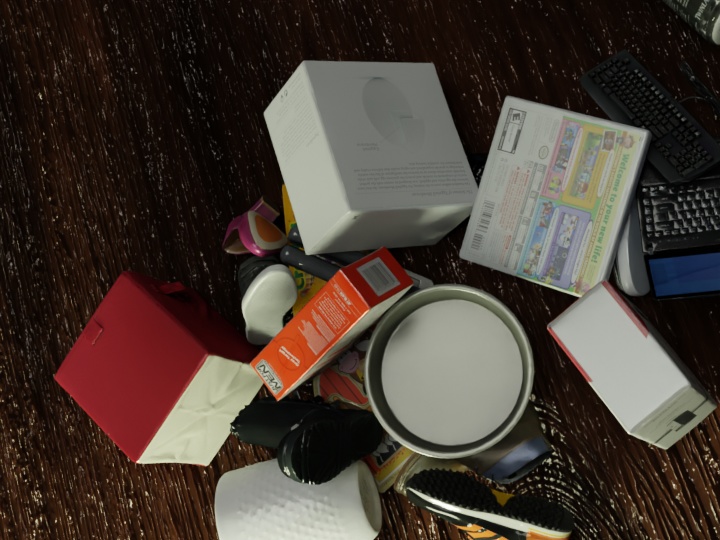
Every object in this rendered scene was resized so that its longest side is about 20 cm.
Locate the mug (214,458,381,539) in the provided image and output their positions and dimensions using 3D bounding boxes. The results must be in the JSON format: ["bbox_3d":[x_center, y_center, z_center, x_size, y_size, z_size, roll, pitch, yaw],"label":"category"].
[{"bbox_3d":[-0.060,0.322,1.502,0.174,0.148,0.202,-17,101,13],"label":"mug"}]

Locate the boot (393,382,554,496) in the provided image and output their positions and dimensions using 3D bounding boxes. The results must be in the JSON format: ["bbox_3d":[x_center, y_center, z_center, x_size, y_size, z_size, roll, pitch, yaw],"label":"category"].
[{"bbox_3d":[0.134,0.227,1.450,0.200,0.075,0.097,-42,62,12],"label":"boot"}]

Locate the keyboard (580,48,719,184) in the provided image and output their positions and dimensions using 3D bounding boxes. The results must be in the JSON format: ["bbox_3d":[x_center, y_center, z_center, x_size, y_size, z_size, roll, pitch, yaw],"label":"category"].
[{"bbox_3d":[0.358,-0.191,1.419,0.126,0.021,0.201,-28,56,-8],"label":"keyboard"}]

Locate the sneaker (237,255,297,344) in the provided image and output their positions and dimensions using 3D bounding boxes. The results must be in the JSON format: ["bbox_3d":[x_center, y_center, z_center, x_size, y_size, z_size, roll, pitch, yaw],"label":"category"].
[{"bbox_3d":[-0.126,0.013,1.569,0.070,0.200,0.100,-7,66,-12],"label":"sneaker"}]

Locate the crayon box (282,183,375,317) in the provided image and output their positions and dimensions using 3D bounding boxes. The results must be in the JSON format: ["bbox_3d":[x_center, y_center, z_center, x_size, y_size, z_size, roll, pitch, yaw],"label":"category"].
[{"bbox_3d":[-0.031,-0.025,1.588,0.118,0.058,0.202,-12,76,24],"label":"crayon box"}]

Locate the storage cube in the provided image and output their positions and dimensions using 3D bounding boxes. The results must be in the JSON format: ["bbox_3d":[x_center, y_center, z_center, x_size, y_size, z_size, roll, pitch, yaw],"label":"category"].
[{"bbox_3d":[-0.255,0.132,1.607,0.179,0.171,0.201,39,98,26],"label":"storage cube"}]

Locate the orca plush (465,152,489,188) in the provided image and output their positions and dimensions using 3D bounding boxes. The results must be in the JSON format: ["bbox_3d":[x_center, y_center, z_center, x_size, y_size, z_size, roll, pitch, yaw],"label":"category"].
[{"bbox_3d":[0.167,-0.126,1.501,0.200,0.071,0.106,40,99,27],"label":"orca plush"}]

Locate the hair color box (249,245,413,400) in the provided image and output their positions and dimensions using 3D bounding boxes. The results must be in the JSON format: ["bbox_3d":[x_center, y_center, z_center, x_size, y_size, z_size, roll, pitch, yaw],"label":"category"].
[{"bbox_3d":[-0.036,0.063,1.444,0.061,0.101,0.200,50,126,9],"label":"hair color box"}]

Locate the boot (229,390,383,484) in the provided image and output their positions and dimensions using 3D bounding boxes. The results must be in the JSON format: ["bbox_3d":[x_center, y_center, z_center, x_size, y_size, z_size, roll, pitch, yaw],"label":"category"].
[{"bbox_3d":[-0.084,0.194,1.455,0.161,0.198,0.074,6,99,32],"label":"boot"}]

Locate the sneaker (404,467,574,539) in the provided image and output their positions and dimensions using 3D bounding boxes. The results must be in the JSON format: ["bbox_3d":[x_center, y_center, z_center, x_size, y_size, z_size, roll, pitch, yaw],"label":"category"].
[{"bbox_3d":[0.142,0.298,1.412,0.198,0.070,0.091,14,113,10],"label":"sneaker"}]

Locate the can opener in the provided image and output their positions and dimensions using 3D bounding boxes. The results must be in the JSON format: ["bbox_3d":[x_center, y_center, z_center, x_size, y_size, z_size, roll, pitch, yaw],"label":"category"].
[{"bbox_3d":[0.000,0.000,1.495,0.199,0.067,0.054,23,78,-1],"label":"can opener"}]

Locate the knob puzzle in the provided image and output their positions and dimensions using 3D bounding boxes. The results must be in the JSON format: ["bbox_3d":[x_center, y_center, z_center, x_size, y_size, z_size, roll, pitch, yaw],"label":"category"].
[{"bbox_3d":[0.018,0.146,1.510,0.218,0.030,0.222,3,96,24],"label":"knob puzzle"}]

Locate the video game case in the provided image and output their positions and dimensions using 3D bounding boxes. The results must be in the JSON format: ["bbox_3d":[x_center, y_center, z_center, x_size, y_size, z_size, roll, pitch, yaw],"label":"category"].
[{"bbox_3d":[0.223,-0.085,1.417,0.181,0.022,0.202,19,95,28],"label":"video game case"}]

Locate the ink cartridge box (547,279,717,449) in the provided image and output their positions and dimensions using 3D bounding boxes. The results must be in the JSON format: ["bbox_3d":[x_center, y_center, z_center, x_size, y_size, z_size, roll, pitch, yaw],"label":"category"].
[{"bbox_3d":[0.298,0.106,1.321,0.084,0.200,0.145,-40,66,10],"label":"ink cartridge box"}]

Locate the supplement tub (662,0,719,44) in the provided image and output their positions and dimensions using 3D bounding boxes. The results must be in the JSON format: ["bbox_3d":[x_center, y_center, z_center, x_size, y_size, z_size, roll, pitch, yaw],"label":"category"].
[{"bbox_3d":[0.382,-0.366,1.411,0.123,0.122,0.200,-44,65,12],"label":"supplement tub"}]

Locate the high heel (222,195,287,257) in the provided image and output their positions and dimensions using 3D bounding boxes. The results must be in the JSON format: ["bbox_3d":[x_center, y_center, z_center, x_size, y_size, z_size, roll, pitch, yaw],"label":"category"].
[{"bbox_3d":[-0.149,-0.034,1.589,0.096,0.067,0.200,-48,19,11],"label":"high heel"}]

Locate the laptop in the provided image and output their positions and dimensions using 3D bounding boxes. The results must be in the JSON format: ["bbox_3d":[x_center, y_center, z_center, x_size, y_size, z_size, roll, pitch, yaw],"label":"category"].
[{"bbox_3d":[0.395,-0.064,1.338,0.175,0.103,0.202,-6,78,10],"label":"laptop"}]

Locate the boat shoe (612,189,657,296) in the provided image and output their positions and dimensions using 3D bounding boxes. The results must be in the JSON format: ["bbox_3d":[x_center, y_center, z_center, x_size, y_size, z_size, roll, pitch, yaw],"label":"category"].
[{"bbox_3d":[0.297,-0.066,1.432,0.066,0.070,0.202,-15,77,42],"label":"boat shoe"}]

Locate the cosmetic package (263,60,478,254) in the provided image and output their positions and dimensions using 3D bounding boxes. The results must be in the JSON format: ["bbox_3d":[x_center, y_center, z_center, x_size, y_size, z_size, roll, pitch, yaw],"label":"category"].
[{"bbox_3d":[0.014,-0.137,1.494,0.123,0.198,0.202,-43,59,50],"label":"cosmetic package"}]

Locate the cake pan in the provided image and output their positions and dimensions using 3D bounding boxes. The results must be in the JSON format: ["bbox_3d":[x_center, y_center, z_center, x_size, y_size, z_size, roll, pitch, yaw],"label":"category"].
[{"bbox_3d":[0.104,0.118,1.427,0.198,0.037,0.202,-2,80,13],"label":"cake pan"}]
